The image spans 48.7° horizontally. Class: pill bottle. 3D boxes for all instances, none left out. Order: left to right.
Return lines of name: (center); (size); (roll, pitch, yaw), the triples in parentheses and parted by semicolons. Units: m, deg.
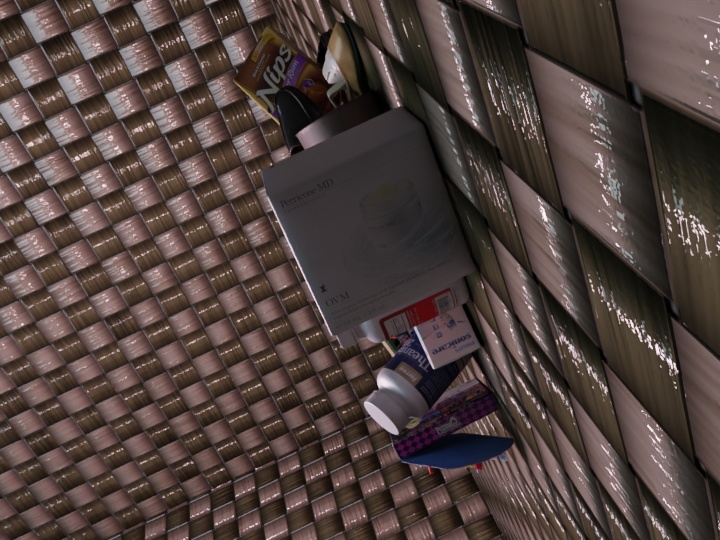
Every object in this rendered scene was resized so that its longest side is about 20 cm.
pill bottle: (0.047, 0.034, 1.154); (0.112, 0.198, 0.113); (156, 90, -89)
pill bottle: (0.100, 0.190, 1.423); (0.111, 0.200, 0.111); (37, 159, 17)

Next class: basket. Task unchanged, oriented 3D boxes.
basket: (0.007, -0.148, 1.208); (0.202, 0.135, 0.180); (62, 172, -7)

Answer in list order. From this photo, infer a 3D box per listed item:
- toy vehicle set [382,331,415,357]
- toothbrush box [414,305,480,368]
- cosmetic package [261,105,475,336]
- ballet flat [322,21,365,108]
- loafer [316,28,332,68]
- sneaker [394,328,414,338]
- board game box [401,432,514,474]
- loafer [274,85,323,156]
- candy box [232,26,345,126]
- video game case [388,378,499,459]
toy vehicle set: (0.092, 0.102, 1.535); (0.026, 0.124, 0.201); (29, 160, 52)
toothbrush box: (0.115, 0.054, 1.300); (0.146, 0.084, 0.202); (61, -174, -80)
cosmetic package: (0.009, -0.063, 0.983); (0.123, 0.197, 0.202); (-116, 1, -67)
ballet flat: (-0.026, -0.298, 1.253); (0.201, 0.062, 0.069); (68, 177, -55)
loafer: (-0.052, -0.347, 1.425); (0.200, 0.062, 0.073); (68, 179, -67)
sneaker: (0.037, 0.073, 1.394); (0.200, 0.084, 0.076); (55, -169, -56)
board game box: (0.169, 0.328, 1.378); (0.199, 0.157, 0.039); (-9, 94, 53)
loafer: (-0.088, -0.208, 1.292); (0.202, 0.072, 0.072); (61, -152, 0)
candy box: (-0.119, -0.316, 1.381); (0.200, 0.117, 0.056); (44, -162, 24)
video game case: (0.146, 0.269, 1.470); (0.036, 0.198, 0.181); (63, 178, -2)
